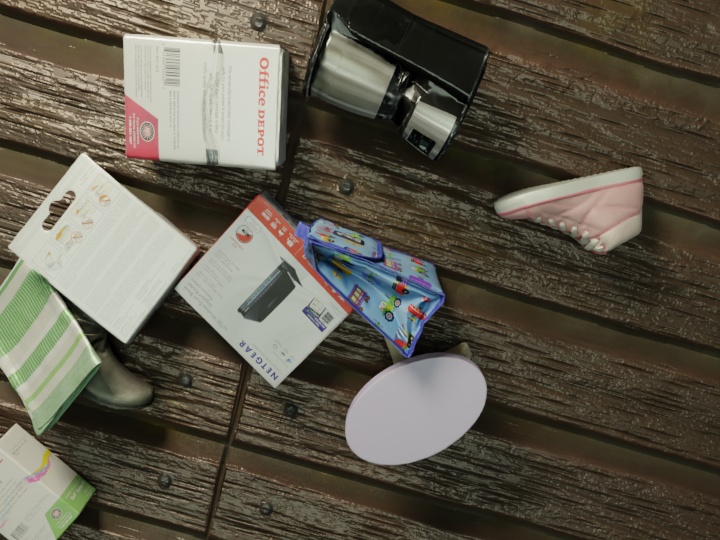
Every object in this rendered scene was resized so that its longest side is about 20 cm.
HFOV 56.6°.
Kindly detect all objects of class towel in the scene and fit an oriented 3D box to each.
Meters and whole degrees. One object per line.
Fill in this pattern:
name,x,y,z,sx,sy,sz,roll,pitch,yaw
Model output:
towel,-0.448,0.100,0.918,0.153,0.023,0.201,-46,72,17

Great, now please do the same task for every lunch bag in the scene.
lunch bag,0.000,0.000,0.859,0.197,0.151,0.096,31,103,-6

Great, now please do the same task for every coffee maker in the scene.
coffee maker,0.051,-0.260,0.802,0.195,0.135,0.197,23,103,-5

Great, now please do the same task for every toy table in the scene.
toy table,0.072,0.167,0.916,0.194,0.117,0.189,-15,103,5

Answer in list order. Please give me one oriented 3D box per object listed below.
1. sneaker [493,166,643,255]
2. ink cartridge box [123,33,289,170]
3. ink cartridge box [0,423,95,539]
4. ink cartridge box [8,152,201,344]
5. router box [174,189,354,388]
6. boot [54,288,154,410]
sneaker,0.276,-0.066,0.872,0.193,0.075,0.108,-11,99,0
ink cartridge box,-0.190,-0.213,0.847,0.193,0.085,0.150,5,104,2
ink cartridge box,-0.514,0.318,0.998,0.200,0.067,0.117,44,102,-10
ink cartridge box,-0.340,-0.027,0.900,0.199,0.050,0.164,39,86,-3
router box,-0.124,0.028,0.922,0.179,0.049,0.200,-44,99,11
boot,-0.368,0.103,0.940,0.195,0.068,0.134,25,102,0
